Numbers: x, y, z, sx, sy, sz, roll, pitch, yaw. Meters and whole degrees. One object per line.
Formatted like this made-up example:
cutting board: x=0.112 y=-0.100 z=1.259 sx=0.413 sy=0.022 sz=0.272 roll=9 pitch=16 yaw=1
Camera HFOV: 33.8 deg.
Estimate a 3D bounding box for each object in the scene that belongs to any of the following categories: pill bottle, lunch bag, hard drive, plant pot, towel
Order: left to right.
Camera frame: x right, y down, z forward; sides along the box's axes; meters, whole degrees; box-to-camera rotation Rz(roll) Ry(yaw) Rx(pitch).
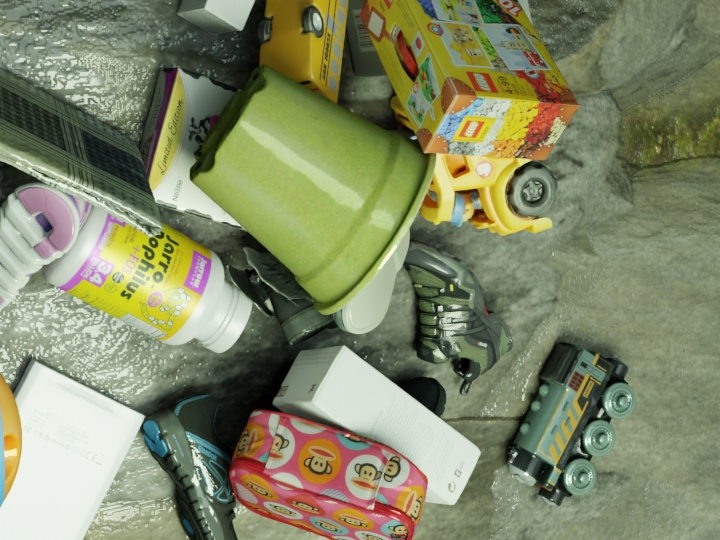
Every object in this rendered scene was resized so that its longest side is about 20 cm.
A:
hard drive: x=-0.318 y=0.208 z=1.183 sx=0.131 sy=0.025 sz=0.202 roll=31 pitch=81 yaw=-28
towel: x=-0.278 y=-0.113 z=1.075 sx=0.198 sy=0.193 sz=0.035 roll=29 pitch=107 yaw=-31
pill bottle: x=-0.206 y=0.006 z=1.174 sx=0.199 sy=0.104 sz=0.105 roll=31 pitch=82 yaw=-28
plant pot: x=-0.057 y=-0.091 z=1.140 sx=0.183 sy=0.200 sz=0.202 roll=33 pitch=81 yaw=-17
lunch bag: x=-0.034 y=0.223 z=1.205 sx=0.197 sy=0.177 sz=0.083 roll=18 pitch=64 yaw=6

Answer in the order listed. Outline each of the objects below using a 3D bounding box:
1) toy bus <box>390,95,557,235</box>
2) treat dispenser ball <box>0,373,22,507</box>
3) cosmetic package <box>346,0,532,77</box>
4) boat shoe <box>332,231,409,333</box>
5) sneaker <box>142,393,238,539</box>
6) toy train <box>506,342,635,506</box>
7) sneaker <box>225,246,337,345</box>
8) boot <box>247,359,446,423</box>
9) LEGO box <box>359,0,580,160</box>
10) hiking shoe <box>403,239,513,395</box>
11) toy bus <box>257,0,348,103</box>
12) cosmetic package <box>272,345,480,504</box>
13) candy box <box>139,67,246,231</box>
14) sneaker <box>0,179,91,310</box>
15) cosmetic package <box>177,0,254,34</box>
toy bus: x=0.105 y=-0.117 z=1.323 sx=0.190 sy=0.136 sz=0.203 roll=-24 pitch=111 yaw=-10
treat dispenser ball: x=-0.397 y=0.151 z=1.033 sx=0.198 sy=0.200 sz=0.205 roll=-4 pitch=99 yaw=-28
cosmetic package: x=0.086 y=-0.288 z=1.309 sx=0.198 sy=0.090 sz=0.109 roll=-19 pitch=105 yaw=-28
boat shoe: x=0.000 y=0.000 z=1.257 sx=0.201 sy=0.061 sz=0.074 roll=-63 pitch=145 yaw=-50
sneaker: x=-0.156 y=0.227 z=1.249 sx=0.081 sy=0.073 sz=0.203 roll=-30 pitch=114 yaw=-32
toy train: x=0.258 y=0.187 z=1.470 sx=0.113 sy=0.085 sz=0.202 roll=31 pitch=83 yaw=-16
sneaker: x=-0.060 y=0.015 z=1.254 sx=0.105 sy=0.060 sz=0.199 roll=58 pitch=27 yaw=6
boot: x=-0.014 y=0.153 z=1.313 sx=0.200 sy=0.076 sz=0.169 roll=-45 pitch=118 yaw=-10
LEGO box: x=0.104 y=-0.209 z=1.171 sx=0.147 sy=0.202 sz=0.078 roll=0 pitch=140 yaw=-29
hiking shoe: x=0.097 y=0.054 z=1.362 sx=0.101 sy=0.075 sz=0.200 roll=-50 pitch=117 yaw=-18
toy bus: x=-0.054 y=-0.267 z=1.212 sx=0.078 sy=0.064 sz=0.203 roll=39 pitch=50 yaw=-52
cosmetic package: x=0.017 y=0.162 z=1.233 sx=0.199 sy=0.101 sz=0.075 roll=40 pitch=66 yaw=-21
candy box: x=-0.127 y=-0.114 z=1.227 sx=0.197 sy=0.061 sz=0.139 roll=15 pitch=90 yaw=-29
sneaker: x=-0.319 y=-0.027 z=1.092 sx=0.198 sy=0.089 sz=0.081 roll=-30 pitch=107 yaw=25
cosmetic package: x=-0.113 y=-0.341 z=1.193 sx=0.050 sy=0.082 sz=0.203 roll=25 pitch=85 yaw=-31
